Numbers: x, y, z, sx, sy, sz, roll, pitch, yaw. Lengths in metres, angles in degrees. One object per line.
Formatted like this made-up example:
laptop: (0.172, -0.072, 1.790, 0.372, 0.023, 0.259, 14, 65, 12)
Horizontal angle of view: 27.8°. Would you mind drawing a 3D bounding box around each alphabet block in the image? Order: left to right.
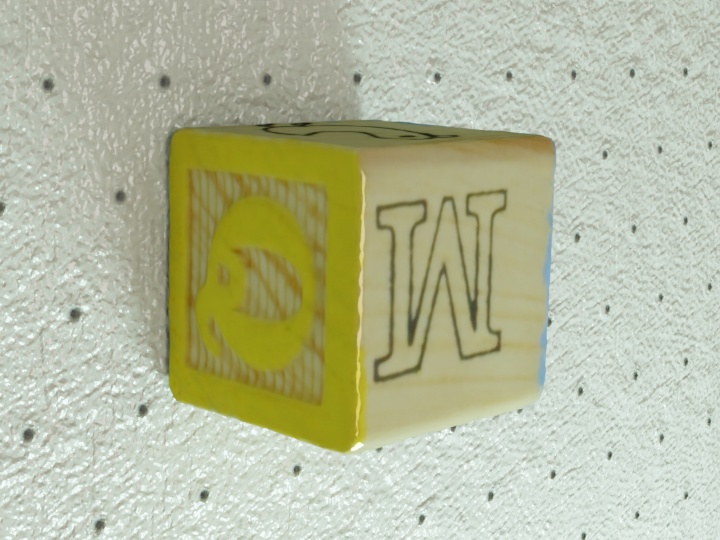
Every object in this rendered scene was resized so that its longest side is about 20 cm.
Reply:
alphabet block: (0.000, 0.000, 1.012, 0.199, 0.194, 0.198, -9, 102, -46)
